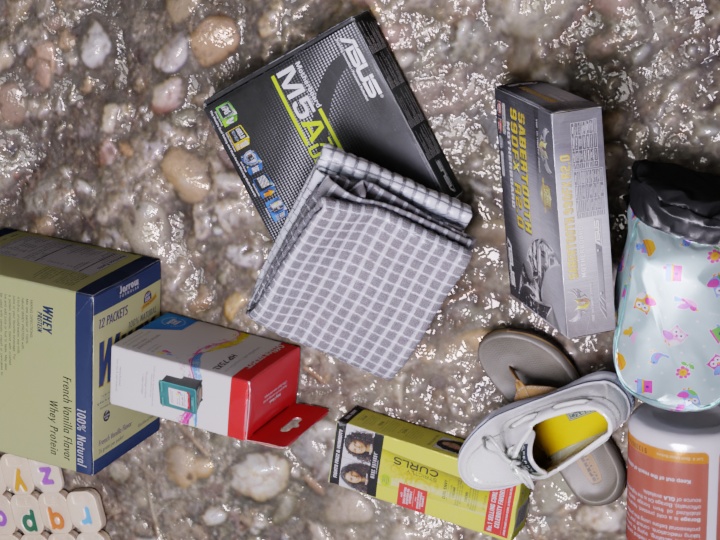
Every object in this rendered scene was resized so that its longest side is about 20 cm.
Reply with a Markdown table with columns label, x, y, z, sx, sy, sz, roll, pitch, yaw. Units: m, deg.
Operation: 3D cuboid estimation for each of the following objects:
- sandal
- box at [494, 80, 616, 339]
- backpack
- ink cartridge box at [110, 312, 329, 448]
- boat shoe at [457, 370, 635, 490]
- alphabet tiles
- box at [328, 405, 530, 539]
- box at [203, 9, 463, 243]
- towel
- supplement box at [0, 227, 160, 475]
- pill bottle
| label | x | y | z | sx | sy | sz | roll | pitch | yaw |
| --- | --- | --- | --- | --- | --- | --- | --- | --- | --- |
| sandal | 0.180 | 0.142 | 1.687 | 0.081 | 0.055 | 0.201 | -29 | 93 | 30 |
| box | 0.171 | -0.057 | 1.573 | 0.048 | 0.158 | 0.202 | -9 | 106 | -11 |
| backpack | 0.288 | 0.020 | 1.557 | 0.166 | 0.127 | 0.201 | 17 | 116 | 16 |
| ink cartridge box | -0.139 | 0.110 | 1.794 | 0.199 | 0.116 | 0.068 | 13 | 111 | 21 |
| boat shoe | 0.158 | 0.165 | 1.624 | 0.201 | 0.086 | 0.075 | -28 | 101 | 35 |
| alphabet tiles | -0.371 | 0.297 | 2.022 | 0.199 | 0.015 | 0.197 | -6 | 103 | 27 |
| box | 0.070 | 0.201 | 1.761 | 0.199 | 0.050 | 0.076 | 16 | 111 | 19 |
| box | -0.028 | -0.118 | 1.708 | 0.192 | 0.047 | 0.201 | -24 | 96 | 31 |
| towel | 0.000 | 0.000 | 1.667 | 0.165 | 0.086 | 0.201 | 24 | 130 | -9 |
| supplement box | -0.327 | 0.081 | 1.863 | 0.198 | 0.134 | 0.202 | 11 | 111 | 22 |
| pill bottle | 0.298 | 0.225 | 1.624 | 0.111 | 0.112 | 0.202 | 7 | 109 | 23 |
